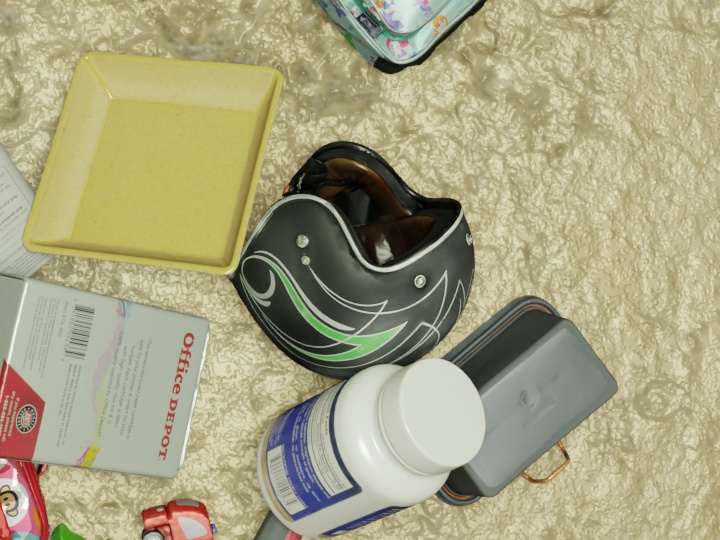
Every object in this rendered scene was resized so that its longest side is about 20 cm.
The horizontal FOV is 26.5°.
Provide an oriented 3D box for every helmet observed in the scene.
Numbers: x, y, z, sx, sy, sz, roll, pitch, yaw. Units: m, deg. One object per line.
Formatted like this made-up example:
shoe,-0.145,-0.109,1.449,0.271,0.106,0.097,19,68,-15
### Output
helmet,0.000,0.000,1.341,0.190,0.200,0.201,36,84,-2

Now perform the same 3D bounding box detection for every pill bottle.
pill bottle,0.010,0.147,1.291,0.119,0.199,0.121,17,60,-32

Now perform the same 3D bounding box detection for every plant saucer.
plant saucer,-0.175,-0.088,1.342,0.197,0.049,0.202,7,67,13

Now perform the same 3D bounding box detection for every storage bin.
storage bin,0.142,0.130,1.390,0.199,0.134,0.146,-38,94,-7

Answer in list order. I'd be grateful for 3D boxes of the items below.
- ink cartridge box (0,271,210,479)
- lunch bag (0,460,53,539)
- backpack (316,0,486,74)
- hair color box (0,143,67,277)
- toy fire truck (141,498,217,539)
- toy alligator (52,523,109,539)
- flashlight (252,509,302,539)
ink cartridge box,-0.240,0.092,1.308,0.199,0.082,0.148,16,85,-45
lunch bag,-0.354,0.171,1.339,0.174,0.082,0.203,-19,94,-13
backpack,0.026,-0.301,1.381,0.177,0.151,0.200,-42,90,-6
hair color box,-0.352,-0.072,1.312,0.099,0.060,0.201,-46,112,-40
toy fire truck,-0.115,0.299,1.387,0.139,0.049,0.203,-12,90,-10
toy alligator,-0.207,0.308,1.363,0.054,0.059,0.201,-23,78,-51
flashlight,-0.070,0.258,1.351,0.067,0.068,0.201,15,51,22
